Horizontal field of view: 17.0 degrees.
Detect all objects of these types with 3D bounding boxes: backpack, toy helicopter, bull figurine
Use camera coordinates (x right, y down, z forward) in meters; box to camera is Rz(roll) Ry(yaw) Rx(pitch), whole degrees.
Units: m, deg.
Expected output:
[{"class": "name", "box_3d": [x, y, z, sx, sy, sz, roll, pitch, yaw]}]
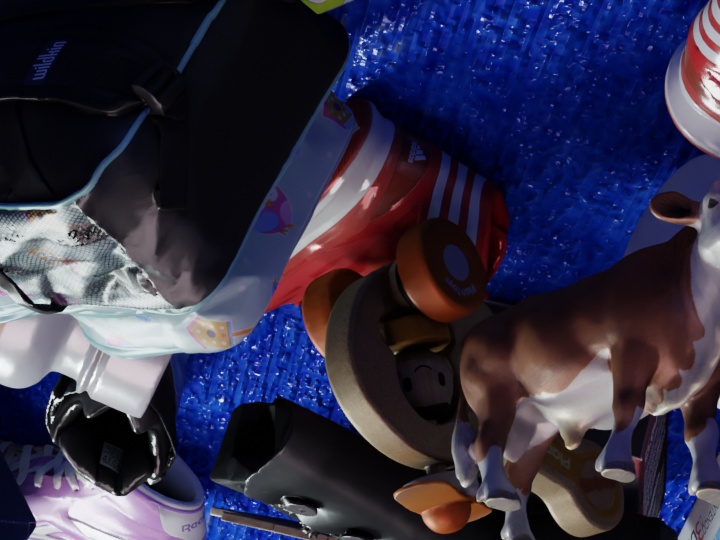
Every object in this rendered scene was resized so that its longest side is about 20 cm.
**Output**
[{"class": "backpack", "box_3d": [-0.113, -0.054, 1.057, 0.199, 0.176, 0.153, 0, 143, 36]}, {"class": "toy helicopter", "box_3d": [0.057, 0.077, 1.128, 0.079, 0.133, 0.200, -27, 133, 34]}, {"class": "bull figurine", "box_3d": [0.107, 0.039, 0.992, 0.065, 0.122, 0.200, 25, 150, -25]}]

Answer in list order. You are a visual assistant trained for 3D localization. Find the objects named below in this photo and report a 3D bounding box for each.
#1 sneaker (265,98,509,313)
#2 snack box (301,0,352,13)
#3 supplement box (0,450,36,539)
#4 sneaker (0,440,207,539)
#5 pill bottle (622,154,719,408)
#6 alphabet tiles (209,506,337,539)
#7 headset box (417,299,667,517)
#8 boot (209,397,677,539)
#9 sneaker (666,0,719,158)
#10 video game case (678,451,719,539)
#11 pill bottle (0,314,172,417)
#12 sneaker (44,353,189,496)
[{"class": "sneaker", "box_3d": [0.000, 0.000, 1.189, 0.115, 0.079, 0.200, 27, 151, -14]}, {"class": "snack box", "box_3d": [-0.032, -0.189, 0.903, 0.200, 0.053, 0.142, 37, 147, -31]}, {"class": "supplement box", "box_3d": [-0.343, 0.123, 1.472, 0.199, 0.134, 0.201, -1, 126, 30]}, {"class": "sneaker", "box_3d": [-0.187, 0.127, 1.539, 0.200, 0.073, 0.115, 19, 132, 8]}, {"class": "pill bottle", "box_3d": [0.219, 0.030, 1.080, 0.199, 0.113, 0.113, 26, 150, -16]}, {"class": "alphabet tiles", "box_3d": [-0.004, 0.163, 1.453, 0.166, 0.008, 0.200, 11, 174, 19]}, {"class": "headset box", "box_3d": [0.087, 0.090, 1.296, 0.148, 0.078, 0.200, 11, 152, 12]}, {"class": "boot", "box_3d": [0.040, 0.121, 1.239, 0.200, 0.066, 0.165, 34, 147, -18]}, {"class": "sneaker", "box_3d": [0.222, -0.062, 0.931, 0.199, 0.079, 0.116, 15, 159, 2]}, {"class": "video game case", "box_3d": [0.234, 0.206, 1.299, 0.045, 0.201, 0.182, -14, 153, -11]}, {"class": "pill bottle", "box_3d": [-0.184, -0.005, 1.228, 0.199, 0.115, 0.114, 25, 151, -5]}, {"class": "sneaker", "box_3d": [-0.140, 0.080, 1.367, 0.076, 0.112, 0.200, 21, 151, -7]}]
